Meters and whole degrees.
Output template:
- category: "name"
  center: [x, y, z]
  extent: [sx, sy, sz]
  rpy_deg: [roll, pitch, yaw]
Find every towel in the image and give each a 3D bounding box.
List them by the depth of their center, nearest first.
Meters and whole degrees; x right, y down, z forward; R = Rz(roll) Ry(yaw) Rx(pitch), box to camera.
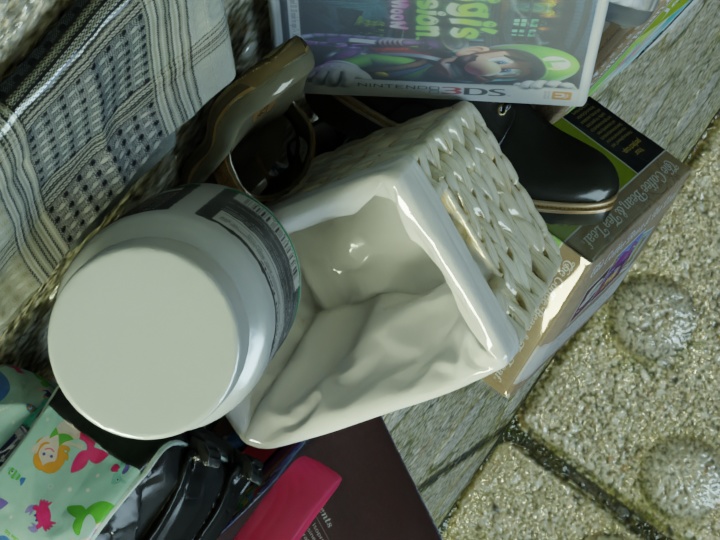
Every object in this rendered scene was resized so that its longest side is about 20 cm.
- category: "towel"
  center: [-0.129, -0.064, 1.138]
  extent: [0.193, 0.034, 0.200]
  rpy_deg: [-51, 169, -18]

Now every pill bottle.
- category: "pill bottle"
  center: [-0.095, 0.020, 1.238]
  extent: [0.113, 0.113, 0.200]
  rpy_deg: [-56, 180, 10]

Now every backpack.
- category: "backpack"
  center: [-0.171, 0.156, 1.316]
  extent: [0.201, 0.150, 0.178]
  rpy_deg: [-62, 162, -2]

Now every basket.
- category: "basket"
  center: [0.000, 0.000, 1.400]
  extent: [0.200, 0.136, 0.123]
  rpy_deg: [-21, -162, 35]

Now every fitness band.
- category: "fitness band"
  center: [-0.074, 0.198, 1.432]
  extent: [0.200, 0.037, 0.144]
  rpy_deg: [-54, 169, -33]

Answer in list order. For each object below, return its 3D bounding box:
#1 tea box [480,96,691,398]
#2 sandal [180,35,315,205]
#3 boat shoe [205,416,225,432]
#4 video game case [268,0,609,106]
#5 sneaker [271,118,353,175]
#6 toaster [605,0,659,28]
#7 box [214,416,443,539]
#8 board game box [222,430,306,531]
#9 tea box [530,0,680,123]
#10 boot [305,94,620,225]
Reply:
- category: "tea box"
  center: [0.094, -0.048, 1.685]
  extent: [0.200, 0.196, 0.134]
  rpy_deg: [-36, 159, -55]
- category: "sandal"
  center: [-0.053, -0.070, 1.342]
  extent: [0.080, 0.054, 0.200]
  rpy_deg: [-43, 176, -19]
- category: "boat shoe"
  center: [-0.113, 0.069, 1.543]
  extent: [0.200, 0.071, 0.091]
  rpy_deg: [-53, -176, -16]
- category: "video game case"
  center: [0.041, -0.139, 1.295]
  extent: [0.200, 0.181, 0.023]
  rpy_deg: [90, 3, -71]
- category: "sneaker"
  center: [-0.031, -0.041, 1.559]
  extent: [0.200, 0.109, 0.070]
  rpy_deg: [-17, -152, 54]
- category: "toaster"
  center: [0.114, -0.221, 1.321]
  extent: [0.130, 0.199, 0.114]
  rpy_deg: [-64, -152, 21]
- category: "box"
  center: [-0.072, 0.207, 1.687]
  extent: [0.166, 0.165, 0.200]
  rpy_deg: [-13, -160, 42]
- category: "board game box"
  center: [-0.071, 0.103, 1.526]
  extent: [0.158, 0.039, 0.200]
  rpy_deg: [-39, -170, 49]
- category: "tea box"
  center: [0.168, -0.228, 1.511]
  extent: [0.200, 0.134, 0.197]
  rpy_deg: [-49, 173, 37]
- category: "boot"
  center: [0.080, -0.118, 1.425]
  extent: [0.078, 0.199, 0.139]
  rpy_deg: [-75, -172, -54]
